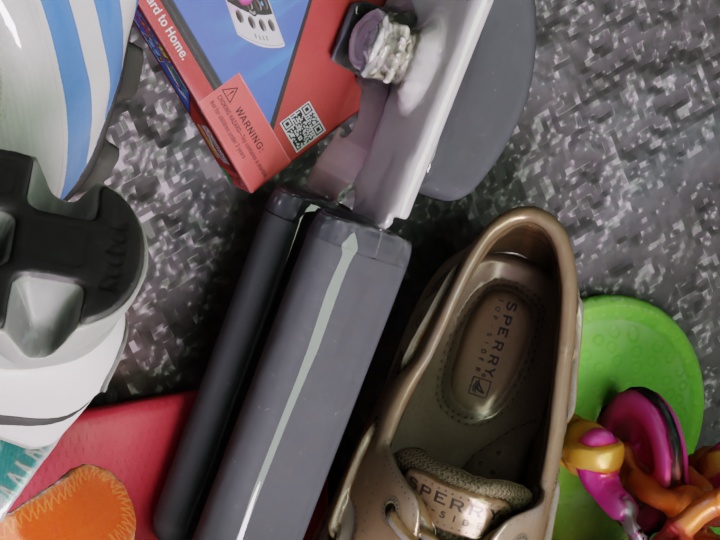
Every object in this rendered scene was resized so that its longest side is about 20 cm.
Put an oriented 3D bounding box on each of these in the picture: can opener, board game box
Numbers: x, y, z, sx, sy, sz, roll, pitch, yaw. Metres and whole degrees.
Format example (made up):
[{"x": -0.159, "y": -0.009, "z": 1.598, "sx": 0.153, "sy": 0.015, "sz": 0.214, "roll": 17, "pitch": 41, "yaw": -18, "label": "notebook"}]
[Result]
[{"x": 0.000, "y": 0.000, "z": 0.816, "sx": 0.066, "sy": 0.053, "sz": 0.201, "roll": 22, "pitch": 93, "yaw": -31, "label": "can opener"}, {"x": -0.042, "y": -0.132, "z": 0.800, "sx": 0.103, "sy": 0.019, "sz": 0.201, "roll": -38, "pitch": 117, "yaw": -15, "label": "board game box"}]

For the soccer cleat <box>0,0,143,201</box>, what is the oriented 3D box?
[{"x": -0.084, "y": -0.108, "z": 0.724, "sx": 0.086, "sy": 0.070, "sz": 0.201, "roll": 5, "pitch": 102, "yaw": -51, "label": "soccer cleat"}]

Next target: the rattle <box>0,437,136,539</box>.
[{"x": -0.152, "y": 0.108, "z": 0.715, "sx": 0.199, "sy": 0.143, "sz": 0.131, "roll": -7, "pitch": 104, "yaw": -6, "label": "rattle"}]

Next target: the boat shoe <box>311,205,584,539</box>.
[{"x": 0.021, "y": 0.076, "z": 0.821, "sx": 0.071, "sy": 0.065, "sz": 0.201, "roll": 14, "pitch": 69, "yaw": 0, "label": "boat shoe"}]

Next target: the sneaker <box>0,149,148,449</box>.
[{"x": -0.158, "y": 0.006, "z": 0.696, "sx": 0.199, "sy": 0.074, "sz": 0.089, "roll": 16, "pitch": 140, "yaw": -4, "label": "sneaker"}]

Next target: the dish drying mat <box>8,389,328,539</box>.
[{"x": -0.101, "y": 0.079, "z": 0.827, "sx": 0.199, "sy": 0.018, "sz": 0.077, "roll": -8, "pitch": 108, "yaw": -26, "label": "dish drying mat"}]

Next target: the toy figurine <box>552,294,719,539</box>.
[{"x": 0.113, "y": 0.125, "z": 0.853, "sx": 0.149, "sy": 0.184, "sz": 0.201, "roll": -2, "pitch": 104, "yaw": -27, "label": "toy figurine"}]
